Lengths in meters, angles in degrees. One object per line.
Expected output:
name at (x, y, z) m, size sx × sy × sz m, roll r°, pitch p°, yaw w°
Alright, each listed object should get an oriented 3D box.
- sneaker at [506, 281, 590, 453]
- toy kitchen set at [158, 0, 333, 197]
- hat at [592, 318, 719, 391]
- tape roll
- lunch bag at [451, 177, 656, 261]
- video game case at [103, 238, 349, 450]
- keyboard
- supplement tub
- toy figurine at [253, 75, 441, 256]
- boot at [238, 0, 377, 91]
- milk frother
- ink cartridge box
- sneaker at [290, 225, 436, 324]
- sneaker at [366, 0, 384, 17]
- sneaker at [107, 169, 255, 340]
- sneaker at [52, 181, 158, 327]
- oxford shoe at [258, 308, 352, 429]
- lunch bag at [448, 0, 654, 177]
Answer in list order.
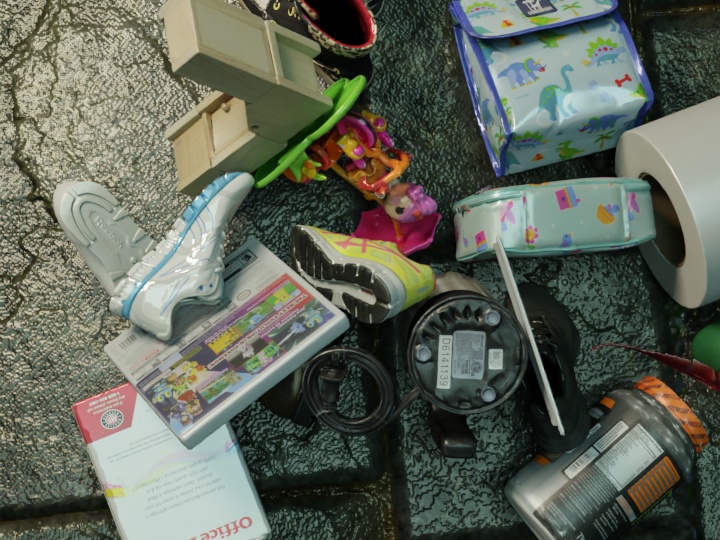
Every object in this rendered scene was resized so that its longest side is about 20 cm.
sneaker at (0.192, 0.087, 1.388) m, size 0.076 × 0.091 × 0.200 m, roll -21°, pitch 51°, yaw 11°
toy kitchen set at (-0.168, -0.205, 1.340) m, size 0.200 × 0.180 × 0.163 m, roll -33°, pitch 57°, yaw 34°
hat at (0.370, 0.103, 1.435) m, size 0.176 × 0.166 × 0.200 m, roll -12°, pitch 119°, yaw 22°
tape roll at (0.375, -0.076, 1.394) m, size 0.139 × 0.203 × 0.203 m, roll -20°, pitch 87°, yaw -6°
lunch bag at (0.196, -0.054, 1.401) m, size 0.200 × 0.160 × 0.077 m, roll -4°, pitch 91°, yaw -11°
video game case at (-0.137, 0.068, 1.332) m, size 0.200 × 0.182 × 0.023 m, roll -37°, pitch 133°, yaw -14°
keyboard at (0.164, 0.061, 1.284) m, size 0.011 × 0.056 × 0.200 m, roll -19°, pitch 90°, yaw 0°
supplement tub at (0.261, 0.211, 1.400) m, size 0.200 × 0.123 × 0.123 m, roll -39°, pitch 90°, yaw -7°
toy figurine at (0.014, -0.094, 1.387) m, size 0.184 × 0.200 × 0.150 m, roll 41°, pitch 61°, yaw -13°
boot at (-0.057, -0.278, 1.397) m, size 0.073 × 0.151 × 0.200 m, roll -42°, pitch 89°, yaw -8°
milk frother at (0.050, 0.085, 1.355) m, size 0.200 × 0.188 × 0.181 m, roll 20°, pitch 95°, yaw -4°
ink cartridge box at (-0.195, 0.206, 1.380) m, size 0.146 × 0.083 × 0.200 m, roll -21°, pitch 87°, yaw -7°
sneaker at (0.000, 0.000, 1.348) m, size 0.090 × 0.200 × 0.078 m, roll -16°, pitch 118°, yaw -32°
sneaker at (0.001, -0.378, 1.430) m, size 0.073 × 0.112 × 0.200 m, roll -8°, pitch 86°, yaw -6°
sneaker at (-0.162, -0.013, 1.353) m, size 0.087 × 0.075 × 0.200 m, roll 37°, pitch 80°, yaw 5°
sneaker at (-0.253, -0.011, 1.403) m, size 0.076 × 0.080 × 0.200 m, roll -38°, pitch 109°, yaw -22°
oxford shoe at (-0.056, 0.060, 1.412) m, size 0.084 × 0.073 × 0.200 m, roll 21°, pitch 81°, yaw 6°
lunch bag at (0.202, -0.226, 1.436) m, size 0.170 × 0.127 × 0.200 m, roll -13°, pitch 67°, yaw -6°
